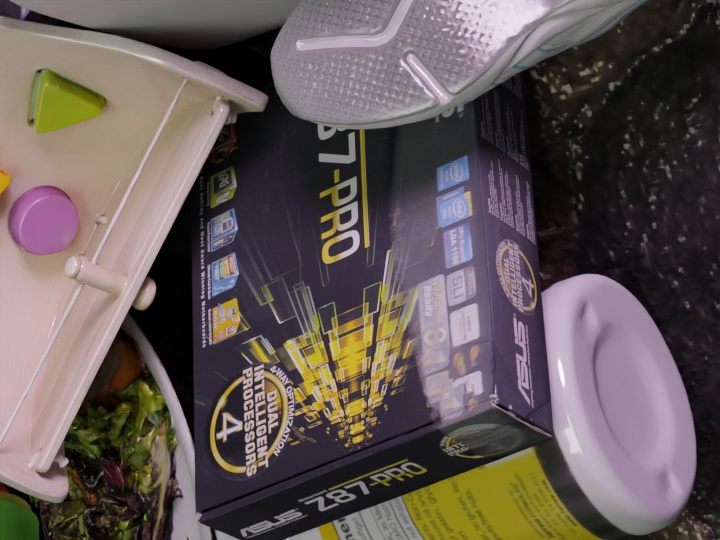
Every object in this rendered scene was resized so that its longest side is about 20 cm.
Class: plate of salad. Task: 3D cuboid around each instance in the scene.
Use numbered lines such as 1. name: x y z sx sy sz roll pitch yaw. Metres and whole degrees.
1. plate of salad: -0.127 0.105 1.106 0.200 0.048 0.202 29 126 51

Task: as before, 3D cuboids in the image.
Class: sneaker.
1. sneaker: 0.061 -0.106 0.931 0.199 0.080 0.071 -23 79 9

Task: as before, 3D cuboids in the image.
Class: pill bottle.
1. pill bottle: 0.037 0.085 1.021 0.199 0.114 0.115 -22 97 31

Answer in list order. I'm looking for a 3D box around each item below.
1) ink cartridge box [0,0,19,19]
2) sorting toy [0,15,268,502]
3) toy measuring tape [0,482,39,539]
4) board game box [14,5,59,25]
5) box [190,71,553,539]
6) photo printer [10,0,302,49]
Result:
1. ink cartridge box: -0.178 -0.218 0.992 0.067 0.116 0.202 6 80 6
2. sorting toy: -0.170 -0.033 0.997 0.179 0.107 0.201 25 97 -27
3. toy measuring tape: -0.191 0.123 1.153 0.073 0.074 0.200 37 149 11
4. board game box: -0.242 -0.144 1.068 0.199 0.041 0.200 35 87 11
5. box: 0.000 0.000 0.983 0.160 0.049 0.201 -21 56 31
6. photo printer: -0.033 -0.155 0.947 0.199 0.166 0.070 -16 78 29
